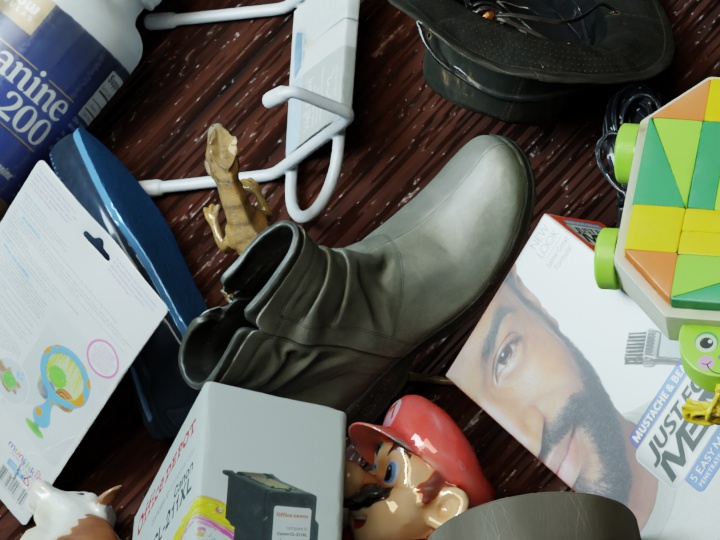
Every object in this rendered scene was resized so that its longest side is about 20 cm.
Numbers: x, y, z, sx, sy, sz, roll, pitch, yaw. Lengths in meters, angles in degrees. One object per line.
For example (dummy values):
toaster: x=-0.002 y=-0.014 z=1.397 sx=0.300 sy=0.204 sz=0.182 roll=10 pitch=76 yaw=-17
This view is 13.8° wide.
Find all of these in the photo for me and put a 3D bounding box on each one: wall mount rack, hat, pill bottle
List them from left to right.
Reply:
pill bottle: x=-0.203 y=-0.128 z=1.798 sx=0.111 sy=0.111 sz=0.200 roll=36 pitch=85 yaw=31
wall mount rack: x=-0.062 y=-0.120 z=1.768 sx=0.174 sy=0.074 sz=0.201 roll=-32 pitch=48 yaw=52
hat: x=0.084 y=-0.133 z=1.699 sx=0.200 sy=0.200 sz=0.081 roll=40 pitch=129 yaw=31

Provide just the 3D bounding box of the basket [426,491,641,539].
basket: x=0.098 y=0.224 z=1.478 sx=0.135 sy=0.180 sz=0.201 roll=-17 pitch=60 yaw=18

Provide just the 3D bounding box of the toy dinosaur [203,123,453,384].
toy dinosaur: x=-0.039 y=0.010 z=1.690 sx=0.060 sy=0.106 sz=0.200 roll=-45 pitch=103 yaw=-17

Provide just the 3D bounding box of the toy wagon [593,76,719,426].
toy wagon: x=0.199 y=-0.012 z=1.529 sx=0.154 sy=0.040 sz=0.201 roll=4 pitch=55 yaw=16

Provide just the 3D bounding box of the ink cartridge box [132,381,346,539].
ink cartridge box: x=-0.070 y=0.183 z=1.554 sx=0.082 sy=0.146 sz=0.201 roll=13 pitch=50 yaw=-14

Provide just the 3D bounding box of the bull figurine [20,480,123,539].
bull figurine: x=-0.167 y=0.201 z=1.637 sx=0.065 sy=0.121 sz=0.201 roll=-38 pitch=59 yaw=41

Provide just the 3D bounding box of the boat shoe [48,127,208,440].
boat shoe: x=-0.142 y=0.007 z=1.731 sx=0.069 sy=0.084 sz=0.201 roll=-37 pitch=59 yaw=16

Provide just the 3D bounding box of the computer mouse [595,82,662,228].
computer mouse: x=0.228 y=-0.052 z=1.631 sx=0.199 sy=0.053 sz=0.139 roll=-13 pitch=60 yaw=29

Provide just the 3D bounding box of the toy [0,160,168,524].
toy: x=-0.177 y=0.040 z=1.698 sx=0.115 sy=0.047 sz=0.200 roll=48 pitch=126 yaw=15

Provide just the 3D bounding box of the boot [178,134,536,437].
boot: x=0.000 y=0.000 z=1.587 sx=0.200 sy=0.130 sz=0.068 roll=-53 pitch=50 yaw=10

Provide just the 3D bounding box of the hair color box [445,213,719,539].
hair color box: x=0.152 y=0.072 z=1.575 sx=0.200 sy=0.064 sz=0.111 roll=41 pitch=109 yaw=32

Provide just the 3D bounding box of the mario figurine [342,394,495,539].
mario figurine: x=-0.004 y=0.159 z=1.593 sx=0.123 sy=0.106 sz=0.201 roll=9 pitch=72 yaw=27
